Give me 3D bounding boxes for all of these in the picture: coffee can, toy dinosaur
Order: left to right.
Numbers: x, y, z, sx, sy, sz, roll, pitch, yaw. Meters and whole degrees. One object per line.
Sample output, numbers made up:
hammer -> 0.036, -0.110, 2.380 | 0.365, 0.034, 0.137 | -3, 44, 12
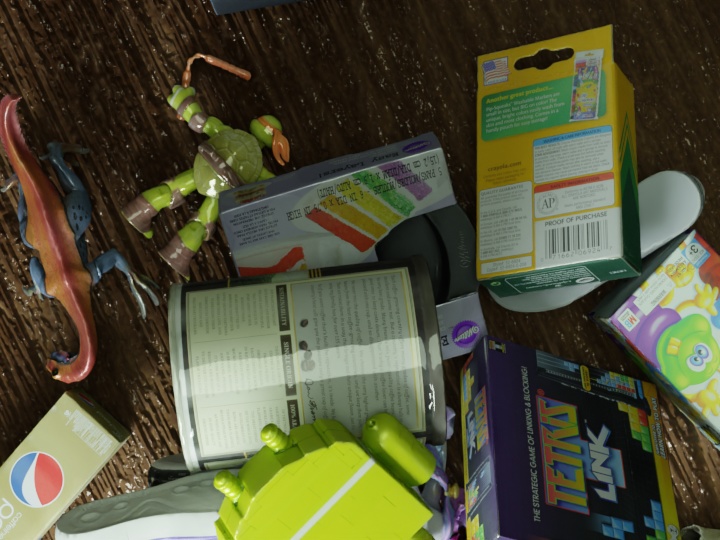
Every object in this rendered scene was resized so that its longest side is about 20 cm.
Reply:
toy dinosaur -> -0.255, -0.008, 1.197 | 0.104, 0.200, 0.183 | -22, 59, 14
coffee can -> -0.040, 0.072, 1.133 | 0.197, 0.146, 0.149 | -6, 90, -2

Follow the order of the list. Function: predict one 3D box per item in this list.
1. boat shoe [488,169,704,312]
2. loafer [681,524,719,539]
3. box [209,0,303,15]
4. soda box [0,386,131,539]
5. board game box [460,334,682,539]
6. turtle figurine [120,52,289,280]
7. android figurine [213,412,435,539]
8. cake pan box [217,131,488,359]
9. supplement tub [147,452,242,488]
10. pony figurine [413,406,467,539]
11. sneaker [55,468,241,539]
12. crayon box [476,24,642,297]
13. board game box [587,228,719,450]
boat shoe -> 0.199, -0.026, 1.238 | 0.199, 0.070, 0.072 | -31, 84, 21
loafer -> 0.303, 0.247, 1.239 | 0.197, 0.076, 0.069 | -17, 96, 0
box -> -0.045, -0.332, 1.206 | 0.195, 0.123, 0.203 | -9, 89, -2
soda box -> -0.282, 0.193, 1.231 | 0.064, 0.068, 0.200 | 42, 90, -1
board game box -> 0.165, 0.160, 1.169 | 0.163, 0.202, 0.057 | 17, 133, -16
turtle figurine -> -0.111, -0.072, 1.235 | 0.161, 0.064, 0.200 | -45, 91, -1
android figurine -> -0.028, 0.182, 1.067 | 0.182, 0.041, 0.200 | -46, 129, 1
cake pan box -> 0.000, 0.000, 1.216 | 0.197, 0.052, 0.186 | -15, 113, -1
supplement tub -> -0.108, 0.251, 1.208 | 0.121, 0.123, 0.203 | -5, 91, -1
pony figurine -> 0.045, 0.212, 1.209 | 0.190, 0.166, 0.203 | -12, 79, 11
sneaker -> -0.128, 0.240, 1.120 | 0.197, 0.081, 0.149 | -10, 107, -5
crayon box -> 0.160, -0.088, 1.201 | 0.124, 0.051, 0.203 | -9, 68, 28
board game box -> 0.301, 0.074, 1.224 | 0.200, 0.103, 0.105 | 45, 90, -1
